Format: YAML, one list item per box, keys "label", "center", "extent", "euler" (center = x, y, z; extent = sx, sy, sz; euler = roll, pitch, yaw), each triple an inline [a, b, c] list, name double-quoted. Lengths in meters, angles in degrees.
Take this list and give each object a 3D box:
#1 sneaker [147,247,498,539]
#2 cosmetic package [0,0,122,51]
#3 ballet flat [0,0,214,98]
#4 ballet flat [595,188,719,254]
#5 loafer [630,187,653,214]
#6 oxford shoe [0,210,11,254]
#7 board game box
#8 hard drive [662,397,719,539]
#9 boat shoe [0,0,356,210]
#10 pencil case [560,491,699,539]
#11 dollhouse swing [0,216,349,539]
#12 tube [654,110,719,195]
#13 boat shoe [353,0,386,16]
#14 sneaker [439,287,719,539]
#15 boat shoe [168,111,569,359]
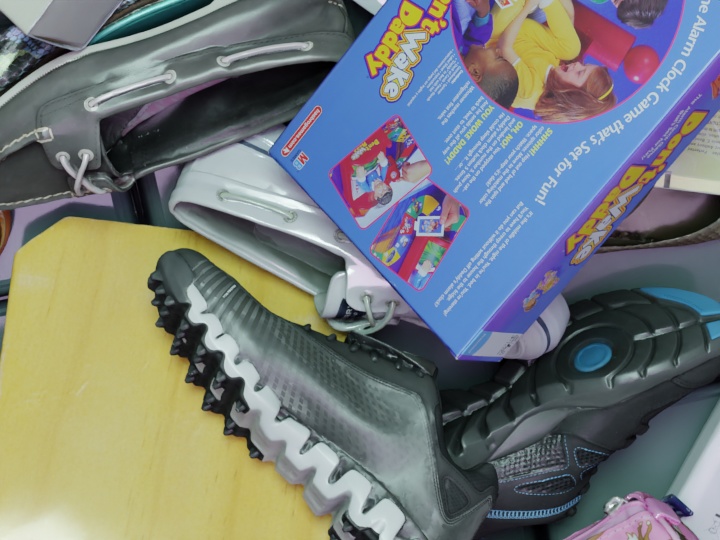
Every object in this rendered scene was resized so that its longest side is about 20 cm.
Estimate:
- label: "sneaker"
  center: [-0.012, 0.058, 0.904]
  extent: [0.090, 0.066, 0.200]
  euler: [-40, 85, -22]
- label: "cosmetic package"
  center: [-0.170, -0.201, 0.846]
  extent: [0.200, 0.073, 0.104]
  euler: [42, 98, 9]
- label: "ballet flat"
  center: [-0.142, -0.119, 0.910]
  extent: [0.199, 0.074, 0.075]
  euler: [-30, 106, 0]
- label: "ballet flat"
  center: [0.126, -0.036, 0.961]
  extent: [0.198, 0.046, 0.068]
  euler: [-8, 106, -2]
- label: "loafer"
  center: [0.104, -0.119, 0.894]
  extent: [0.076, 0.067, 0.202]
  euler: [9, 85, -43]
- label: "oxford shoe"
  center: [-0.241, 0.041, 0.939]
  extent: [0.071, 0.073, 0.201]
  euler: [31, 101, -12]
- label: "board game box"
  center: [0.070, -0.079, 0.834]
  extent: [0.135, 0.045, 0.200]
  euler: [48, 109, 23]
- label: "hard drive"
  center: [0.237, 0.110, 1.020]
  extent: [0.131, 0.027, 0.201]
  euler: [25, 103, -10]
- label: "boat shoe"
  center: [-0.093, -0.072, 0.891]
  extent: [0.199, 0.057, 0.067]
  euler: [-27, 150, -1]
- label: "pencil case"
  center: [0.087, 0.187, 0.989]
  extent: [0.199, 0.087, 0.083]
  euler: [-31, 149, 13]
- label: "dollhouse swing"
  center: [-0.100, 0.100, 0.987]
  extent: [0.198, 0.177, 0.182]
  euler: [6, 146, -6]
- label: "tube"
  center: [0.157, -0.137, 0.925]
  extent: [0.058, 0.052, 0.202]
  euler: [13, 101, 38]
- label: "boat shoe"
  center: [0.018, -0.154, 0.907]
  extent: [0.199, 0.074, 0.065]
  euler: [34, 104, -13]
- label: "sneaker"
  center: [0.101, 0.076, 0.987]
  extent: [0.199, 0.073, 0.082]
  euler: [-26, 122, 9]
- label: "boat shoe"
  center: [0.000, 0.000, 0.933]
  extent: [0.199, 0.074, 0.067]
  euler: [28, 59, 5]
